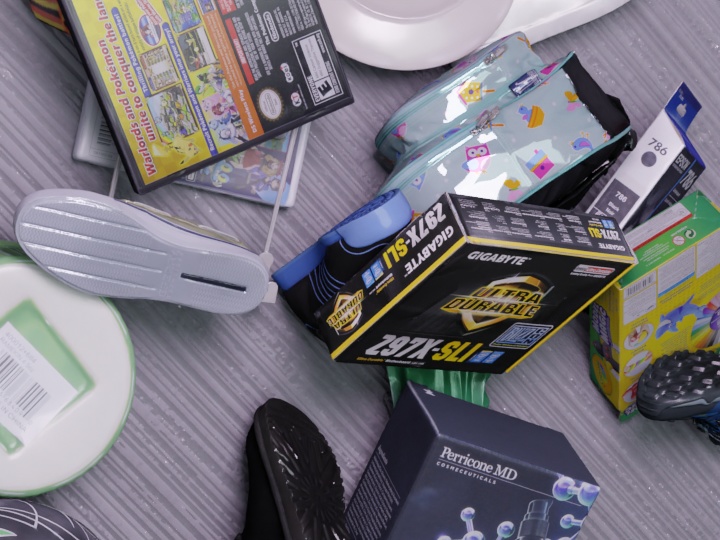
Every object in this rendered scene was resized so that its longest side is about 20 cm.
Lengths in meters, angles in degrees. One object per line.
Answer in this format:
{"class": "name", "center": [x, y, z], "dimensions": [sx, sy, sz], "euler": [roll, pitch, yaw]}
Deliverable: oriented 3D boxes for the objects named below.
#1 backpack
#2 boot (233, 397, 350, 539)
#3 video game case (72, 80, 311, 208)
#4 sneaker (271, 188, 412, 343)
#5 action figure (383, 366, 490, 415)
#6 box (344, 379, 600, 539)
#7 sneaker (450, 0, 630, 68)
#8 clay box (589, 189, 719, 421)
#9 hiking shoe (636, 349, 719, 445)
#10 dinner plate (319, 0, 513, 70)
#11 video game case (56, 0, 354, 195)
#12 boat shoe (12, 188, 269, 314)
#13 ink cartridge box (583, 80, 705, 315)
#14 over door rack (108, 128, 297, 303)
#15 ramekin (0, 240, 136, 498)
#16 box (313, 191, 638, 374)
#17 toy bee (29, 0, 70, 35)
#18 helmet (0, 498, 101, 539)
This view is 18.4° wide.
{"class": "backpack", "center": [0.093, -0.081, 1.754], "dimensions": [0.200, 0.176, 0.153], "euler": [-43, 89, -16]}
{"class": "boot", "center": [-0.091, 0.217, 1.743], "dimensions": [0.158, 0.211, 0.079], "euler": [-35, 137, 25]}
{"class": "video game case", "center": [-0.119, -0.165, 1.754], "dimensions": [0.182, 0.023, 0.200], "euler": [13, 87, -20]}
{"class": "sneaker", "center": [0.000, 0.000, 1.706], "dimensions": [0.070, 0.200, 0.078], "euler": [-36, 90, -27]}
{"class": "action figure", "center": [0.061, 0.112, 1.811], "dimensions": [0.118, 0.055, 0.200], "euler": [-5, 100, -21]}
{"class": "box", "center": [0.072, 0.213, 1.760], "dimensions": [0.148, 0.107, 0.200], "euler": [19, 105, -19]}
{"class": "sneaker", "center": [0.153, -0.238, 1.821], "dimensions": [0.200, 0.073, 0.085], "euler": [-24, 102, -16]}
{"class": "clay box", "center": [0.245, 0.034, 1.834], "dimensions": [0.115, 0.200, 0.048], "euler": [-30, 57, -17]}
{"class": "hiking shoe", "center": [0.304, 0.113, 1.857], "dimensions": [0.200, 0.074, 0.087], "euler": [-8, 117, -40]}
{"class": "dinner plate", "center": [0.031, -0.256, 1.767], "dimensions": [0.200, 0.024, 0.200], "euler": [3, 71, -10]}
{"class": "video game case", "center": [-0.120, -0.182, 1.642], "dimensions": [0.181, 0.026, 0.200], "euler": [-24, 107, -13]}
{"class": "boat shoe", "center": [-0.165, -0.015, 1.649], "dimensions": [0.200, 0.062, 0.072], "euler": [19, 104, -23]}
{"class": "ink cartridge box", "center": [0.226, -0.056, 1.818], "dimensions": [0.039, 0.099, 0.200], "euler": [37, 95, 20]}
{"class": "over door rack", "center": [-0.125, -0.085, 1.713], "dimensions": [0.148, 0.067, 0.200], "euler": [7, 102, -18]}
{"class": "ramekin", "center": [-0.265, 0.077, 1.668], "dimensions": [0.200, 0.098, 0.200], "euler": [-1, 92, -20]}
{"class": "box", "center": [0.087, 0.014, 1.676], "dimensions": [0.200, 0.160, 0.049], "euler": [7, 52, -46]}
{"class": "toy bee", "center": [-0.208, -0.283, 1.672], "dimensions": [0.131, 0.109, 0.200], "euler": [3, 80, 24]}
{"class": "helmet", "center": [-0.270, 0.260, 1.623], "dimensions": [0.200, 0.200, 0.191], "euler": [26, 73, -19]}
